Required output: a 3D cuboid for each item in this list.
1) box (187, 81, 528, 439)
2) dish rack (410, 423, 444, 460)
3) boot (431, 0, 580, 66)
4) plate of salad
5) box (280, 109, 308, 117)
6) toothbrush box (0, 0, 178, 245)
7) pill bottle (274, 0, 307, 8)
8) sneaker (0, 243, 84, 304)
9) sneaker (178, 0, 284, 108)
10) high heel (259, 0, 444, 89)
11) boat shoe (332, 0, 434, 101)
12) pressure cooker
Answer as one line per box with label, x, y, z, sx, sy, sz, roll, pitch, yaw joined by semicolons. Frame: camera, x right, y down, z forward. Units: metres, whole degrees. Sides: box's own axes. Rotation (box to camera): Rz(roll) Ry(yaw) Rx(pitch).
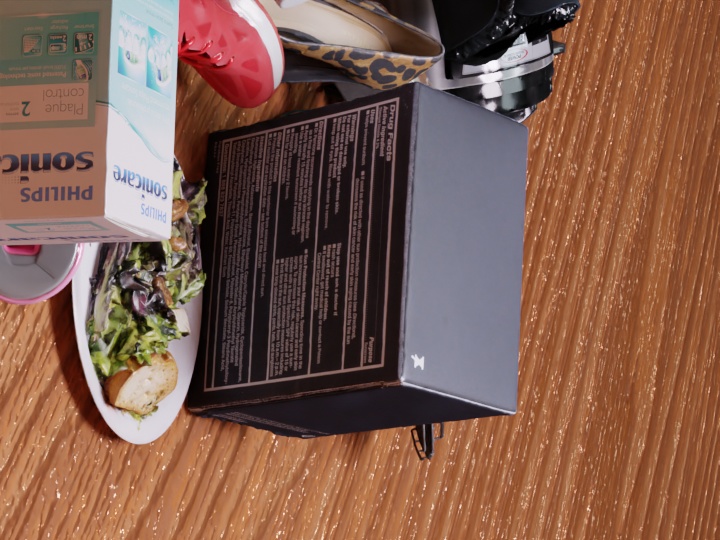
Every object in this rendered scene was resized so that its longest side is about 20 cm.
box;0.000;0.000;1.599;0.123;0.198;0.201;17;71;-43
dish rack;0.031;0.044;1.887;0.153;0.054;0.201;-102;-171;-78
boot;0.047;-0.229;1.750;0.076;0.199;0.169;38;38;-77
plate of salad;-0.128;0.007;1.499;0.200;0.048;0.201;-2;90;-71
box;-0.032;-0.015;1.782;0.082;0.049;0.201;-35;121;-68
toothbrush box;-0.173;-0.116;1.222;0.085;0.146;0.201;19;71;-69
pill bottle;-0.062;-0.272;1.495;0.200;0.113;0.113;58;20;2
sneaker;-0.185;-0.075;1.330;0.095;0.079;0.201;108;-15;-79
sneaker;-0.123;-0.146;1.514;0.200;0.078;0.116;54;46;-40
high heel;-0.030;-0.186;1.656;0.200;0.142;0.072;53;40;-60
boat shoe;0.033;-0.108;1.783;0.072;0.075;0.201;-40;115;-70
pressure cooker;0.067;-0.191;1.896;0.179;0.175;0.201;-49;135;-68
